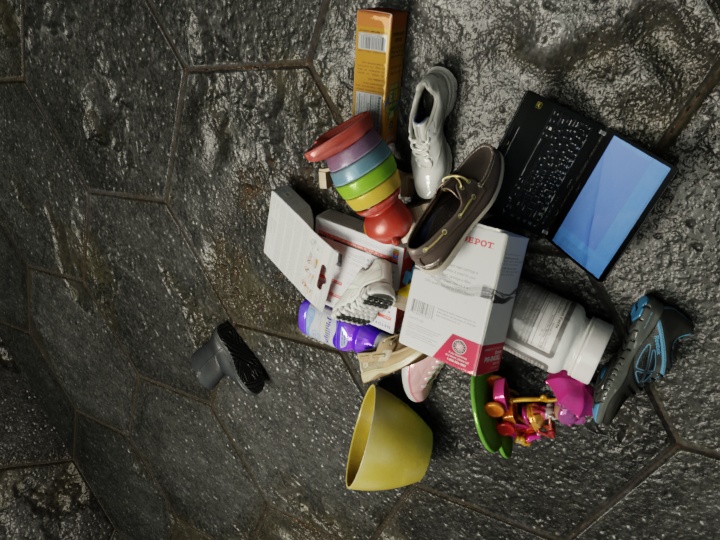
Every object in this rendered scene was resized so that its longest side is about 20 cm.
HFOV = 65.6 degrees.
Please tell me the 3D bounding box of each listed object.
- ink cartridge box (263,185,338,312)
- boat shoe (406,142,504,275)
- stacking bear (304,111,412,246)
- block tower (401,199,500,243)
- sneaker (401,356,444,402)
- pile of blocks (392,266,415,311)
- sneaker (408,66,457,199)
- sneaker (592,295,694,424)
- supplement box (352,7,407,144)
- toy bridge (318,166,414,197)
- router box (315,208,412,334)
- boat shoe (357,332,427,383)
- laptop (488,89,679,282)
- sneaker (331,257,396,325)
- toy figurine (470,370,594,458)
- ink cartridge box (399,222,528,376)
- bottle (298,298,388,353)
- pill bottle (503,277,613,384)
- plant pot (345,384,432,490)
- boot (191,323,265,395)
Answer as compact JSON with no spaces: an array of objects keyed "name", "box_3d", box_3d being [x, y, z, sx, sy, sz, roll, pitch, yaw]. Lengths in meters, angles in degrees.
[{"name":"ink cartridge box","box_3d":[-0.110,-0.043,1.096,0.199,0.047,0.163,43,137,24]},{"name":"boat shoe","box_3d":[0.130,-0.093,0.766,0.071,0.059,0.203,28,83,44]},{"name":"stacking bear","box_3d":[0.014,-0.134,0.890,0.111,0.122,0.203,-24,109,18]},{"name":"block tower","box_3d":[0.143,-0.099,0.921,0.197,0.058,0.055,-14,103,41]},{"name":"sneaker","box_3d":[0.136,0.165,1.034,0.103,0.075,0.206,14,115,35]},{"name":"pile of blocks","box_3d":[0.136,0.013,0.971,0.197,0.062,0.084,-24,71,30]},{"name":"sneaker","box_3d":[0.101,-0.209,0.877,0.073,0.087,0.206,13,119,28]},{"name":"sneaker","box_3d":[0.405,0.143,0.812,0.080,0.073,0.205,24,106,10]},{"name":"supplement box","box_3d":[0.028,-0.306,0.897,0.067,0.066,0.205,18,122,22]},{"name":"toy bridge","box_3d":[0.009,-0.174,0.997,0.195,0.027,0.069,10,116,31]},{"name":"router box","box_3d":[0.000,0.000,1.071,0.196,0.049,0.184,22,122,26]},{"name":"boat shoe","box_3d":[0.056,0.148,1.005,0.199,0.070,0.066,-33,74,46]},{"name":"laptop","box_3d":[0.279,-0.113,0.765,0.195,0.104,0.180,22,116,-6]},{"name":"sneaker","box_3d":[0.006,0.044,1.017,0.199,0.073,0.083,-38,44,54]},{"name":"toy figurine","box_3d":[0.302,0.231,0.930,0.180,0.152,0.202,-14,125,28]},{"name":"ink cartridge box","box_3d":[0.151,0.030,0.829,0.143,0.082,0.206,19,101,41]},{"name":"bottle","box_3d":[-0.035,0.119,1.141,0.196,0.065,0.086,20,121,26]},{"name":"pill bottle","box_3d":[0.279,0.087,0.872,0.196,0.113,0.116,26,124,22]},{"name":"plant pot","box_3d":[0.064,0.348,1.119,0.138,0.202,0.204,17,125,-5]},{"name":"boot","box_3d":[-0.337,0.255,1.409,0.202,0.076,0.168,53,127,11]}]
